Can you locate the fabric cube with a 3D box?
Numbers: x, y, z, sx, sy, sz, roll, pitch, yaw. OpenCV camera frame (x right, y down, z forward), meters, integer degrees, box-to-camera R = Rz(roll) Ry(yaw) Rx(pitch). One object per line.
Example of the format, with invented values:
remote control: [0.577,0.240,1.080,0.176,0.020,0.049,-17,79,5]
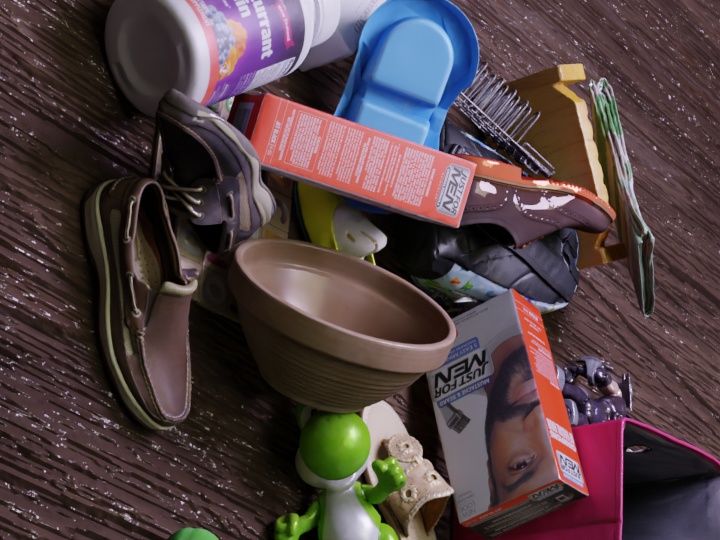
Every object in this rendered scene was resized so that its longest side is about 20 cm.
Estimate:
fabric cube: [0.219,0.269,1.811,0.195,0.198,0.202,26,61,-43]

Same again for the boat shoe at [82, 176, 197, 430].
boat shoe: [-0.166,0.025,1.506,0.074,0.074,0.205,-19,94,-51]

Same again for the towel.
towel: [0.268,-0.076,1.931,0.153,0.023,0.202,74,4,-59]

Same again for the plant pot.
plant pot: [-0.027,0.056,1.609,0.200,0.200,0.093,-1,119,-51]

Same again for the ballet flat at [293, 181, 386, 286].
ballet flat: [0.000,0.000,1.723,0.067,0.067,0.202,-21,96,-53]

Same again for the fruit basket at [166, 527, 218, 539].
fruit basket: [-0.115,0.305,1.448,0.214,0.155,0.218,-9,103,-45]

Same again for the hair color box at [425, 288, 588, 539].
hair color box: [0.130,0.132,1.761,0.064,0.110,0.202,33,37,-50]

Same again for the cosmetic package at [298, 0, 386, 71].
cosmetic package: [-0.063,-0.293,1.726,0.201,0.074,0.102,53,45,-26]

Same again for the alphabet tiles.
alphabet tiles: [-0.119,-0.061,1.642,0.167,0.007,0.202,28,59,-44]

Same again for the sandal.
sandal: [0.059,0.216,1.731,0.077,0.069,0.214,-8,86,-51]

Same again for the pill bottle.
pill bottle: [-0.109,-0.206,1.600,0.199,0.111,0.113,-28,101,-45]

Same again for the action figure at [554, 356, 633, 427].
action figure: [0.226,0.145,1.964,0.199,0.069,0.132,27,53,-48]

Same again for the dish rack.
dish rack: [0.115,-0.170,1.840,0.200,0.153,0.055,42,92,-19]

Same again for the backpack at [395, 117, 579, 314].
backpack: [0.125,-0.030,1.843,0.198,0.154,0.165,16,60,-24]

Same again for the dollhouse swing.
dollhouse swing: [0.234,-0.107,1.975,0.175,0.181,0.202,-13,89,-39]

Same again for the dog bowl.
dog bowl: [0.033,-0.153,1.719,0.110,0.050,0.202,19,97,-9]

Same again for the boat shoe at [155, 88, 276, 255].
boat shoe: [-0.123,-0.070,1.531,0.074,0.074,0.200,-54,152,-14]

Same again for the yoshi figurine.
yoshi figurine: [-0.014,0.199,1.622,0.112,0.111,0.202,-13,87,-45]

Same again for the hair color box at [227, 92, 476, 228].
hair color box: [-0.012,-0.095,1.629,0.198,0.101,0.062,18,90,-20]

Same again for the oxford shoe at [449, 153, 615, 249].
oxford shoe: [0.153,-0.053,1.759,0.198,0.071,0.073,13,87,-33]
